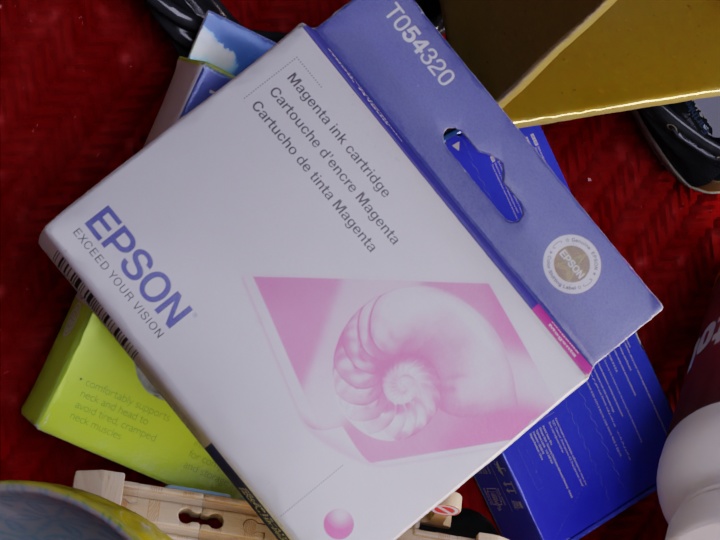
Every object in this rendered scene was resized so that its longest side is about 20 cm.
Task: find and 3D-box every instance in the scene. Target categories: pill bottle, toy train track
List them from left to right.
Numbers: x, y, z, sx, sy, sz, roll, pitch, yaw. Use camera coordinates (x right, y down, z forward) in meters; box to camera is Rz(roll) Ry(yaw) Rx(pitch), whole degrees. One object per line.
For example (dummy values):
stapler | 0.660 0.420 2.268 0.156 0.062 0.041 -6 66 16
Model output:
toy train track | -0.026 0.112 1.243 0.199 0.033 0.115 10 66 -7
pill bottle | 0.204 0.075 1.348 0.113 0.113 0.200 41 43 -17

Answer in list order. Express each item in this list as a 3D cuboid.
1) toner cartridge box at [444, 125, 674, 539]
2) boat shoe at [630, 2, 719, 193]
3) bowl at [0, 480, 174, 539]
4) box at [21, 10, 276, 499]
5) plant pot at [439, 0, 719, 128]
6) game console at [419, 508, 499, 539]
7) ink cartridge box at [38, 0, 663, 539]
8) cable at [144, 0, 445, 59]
toner cartridge box | 0.075 0.026 1.368 0.095 0.043 0.200 -29 99 -25
boat shoe | 0.137 -0.125 1.398 0.075 0.062 0.200 -40 101 -20
bowl | -0.118 0.186 1.210 0.108 0.200 0.201 2 84 -61
box | -0.055 -0.001 1.281 0.122 0.048 0.200 24 90 -18
plant pot | 0.137 -0.200 1.285 0.194 0.196 0.201 -10 73 -28
game console | 0.003 0.223 1.291 0.175 0.116 0.200 -24 72 8
ink cartridge box | 0.000 0.000 1.223 0.200 0.043 0.196 -40 88 -11
cable | -0.019 -0.167 1.339 0.200 0.051 0.163 -39 98 -17
